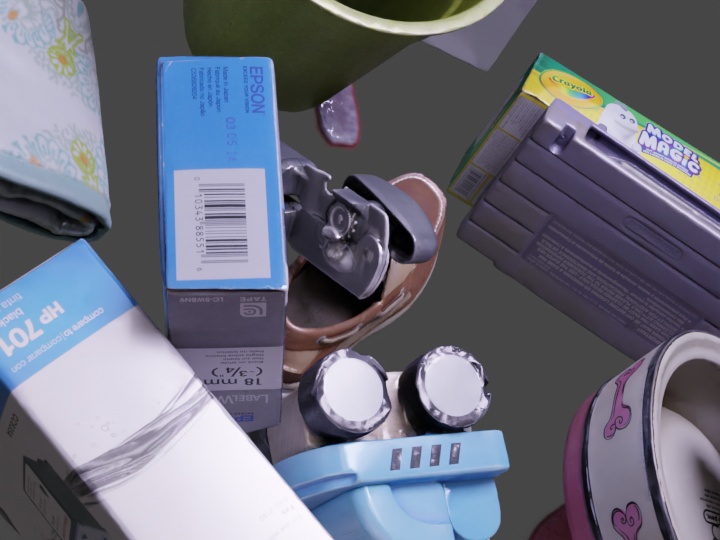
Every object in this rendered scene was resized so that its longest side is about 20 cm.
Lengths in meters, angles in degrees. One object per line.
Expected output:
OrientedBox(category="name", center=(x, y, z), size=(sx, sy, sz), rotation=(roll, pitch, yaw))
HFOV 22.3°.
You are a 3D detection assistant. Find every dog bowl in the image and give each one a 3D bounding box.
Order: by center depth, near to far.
OrientedBox(category="dog bowl", center=(0.193, 0.140, 1.064), size=(0.200, 0.074, 0.201), rotation=(32, 47, -41))

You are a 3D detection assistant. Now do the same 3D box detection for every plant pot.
OrientedBox(category="plant pot", center=(-0.027, -0.191, 1.135), size=(0.199, 0.190, 0.201), rotation=(10, 64, -22))

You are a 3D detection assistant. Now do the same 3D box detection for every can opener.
OrientedBox(category="can opener", center=(-0.033, -0.046, 1.076), size=(0.067, 0.054, 0.200), rotation=(-3, 27, -38))

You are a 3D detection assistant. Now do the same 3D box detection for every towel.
OrientedBox(category="towel", center=(-0.223, -0.120, 1.040), size=(0.200, 0.048, 0.172), rotation=(28, 46, -47))

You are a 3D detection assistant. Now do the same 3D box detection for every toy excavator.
OrientedBox(category="toy excavator", center=(0.045, 0.151, 1.022), size=(0.194, 0.100, 0.201), rotation=(-1, 72, -29))

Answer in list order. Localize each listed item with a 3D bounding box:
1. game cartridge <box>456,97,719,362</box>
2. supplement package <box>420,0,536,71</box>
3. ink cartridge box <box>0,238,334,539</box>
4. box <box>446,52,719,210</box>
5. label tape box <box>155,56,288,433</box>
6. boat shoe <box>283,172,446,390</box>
OrientedBox(category="game cartridge", center=(0.172, -0.010, 1.160), size=(0.200, 0.130, 0.038), rotation=(34, 49, -2))
OrientedBox(category="supplement package", center=(0.055, -0.286, 1.281), size=(0.191, 0.147, 0.200), rotation=(25, 50, -9))
OrientedBox(category="ink cartridge box", center=(-0.118, 0.107, 0.913), size=(0.086, 0.147, 0.200), rotation=(-34, 77, -29))
OrientedBox(category="box", center=(0.170, -0.045, 1.193), size=(0.200, 0.117, 0.048), rotation=(33, 50, -4))
OrientedBox(category="label tape box", center=(-0.074, 0.004, 0.971), size=(0.063, 0.200, 0.145), rotation=(-2, 57, -5))
OrientedBox(category="boat shoe", center=(0.000, 0.000, 1.103), size=(0.076, 0.072, 0.200), rotation=(38, 49, 2))
